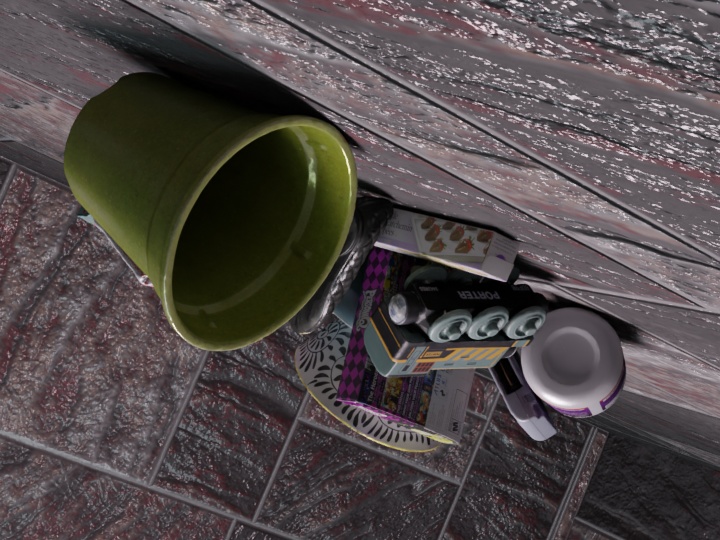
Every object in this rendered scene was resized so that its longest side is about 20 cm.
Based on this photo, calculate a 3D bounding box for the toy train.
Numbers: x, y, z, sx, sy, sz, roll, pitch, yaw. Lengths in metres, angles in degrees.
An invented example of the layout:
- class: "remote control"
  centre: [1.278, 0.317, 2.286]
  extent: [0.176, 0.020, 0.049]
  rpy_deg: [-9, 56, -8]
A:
- class: "toy train"
  centre: [0.098, 0.053, 1.247]
  extent: [0.200, 0.114, 0.085]
  rpy_deg: [0, -131, -39]

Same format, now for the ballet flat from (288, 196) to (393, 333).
- class: "ballet flat"
  centre: [-0.024, 0.001, 1.237]
  extent: [0.057, 0.200, 0.067]
  rpy_deg: [-12, -119, -37]

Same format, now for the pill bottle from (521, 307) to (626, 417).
- class: "pill bottle"
  centre: [0.251, 0.111, 1.440]
  extent: [0.112, 0.113, 0.200]
  rpy_deg: [22, 175, 16]

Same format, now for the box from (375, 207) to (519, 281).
- class: "box"
  centre: [0.067, -0.030, 1.189]
  extent: [0.041, 0.039, 0.200]
  rpy_deg: [24, 176, -40]

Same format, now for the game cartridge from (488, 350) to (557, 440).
- class: "game cartridge"
  centre: [0.172, 0.107, 1.490]
  extent: [0.200, 0.041, 0.133]
  rpy_deg: [65, -176, 25]

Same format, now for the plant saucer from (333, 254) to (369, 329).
- class: "plant saucer"
  centre: [0.000, 0.000, 1.378]
  extent: [0.200, 0.027, 0.200]
  rpy_deg: [37, -154, -21]

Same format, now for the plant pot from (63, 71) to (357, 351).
- class: "plant pot"
  centre: [-0.136, -0.067, 1.004]
  extent: [0.184, 0.201, 0.200]
  rpy_deg: [33, -179, 32]

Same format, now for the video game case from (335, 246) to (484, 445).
- class: "video game case"
  centre: [0.063, 0.068, 1.327]
  extent: [0.036, 0.201, 0.181]
  rpy_deg: [0, 161, 42]

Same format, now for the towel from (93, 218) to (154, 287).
- class: "towel"
  centre: [-0.190, 0.000, 1.379]
  extent: [0.200, 0.030, 0.146]
  rpy_deg: [18, -164, -39]

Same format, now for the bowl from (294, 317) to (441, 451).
- class: "bowl"
  centre: [0.033, 0.106, 1.419]
  extent: [0.200, 0.094, 0.201]
  rpy_deg: [27, -158, -12]

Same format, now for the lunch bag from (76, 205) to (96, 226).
- class: "lunch bag"
  centre: [-0.273, -0.088, 1.695]
  extent: [0.170, 0.122, 0.200]
  rpy_deg: [26, 167, -27]
